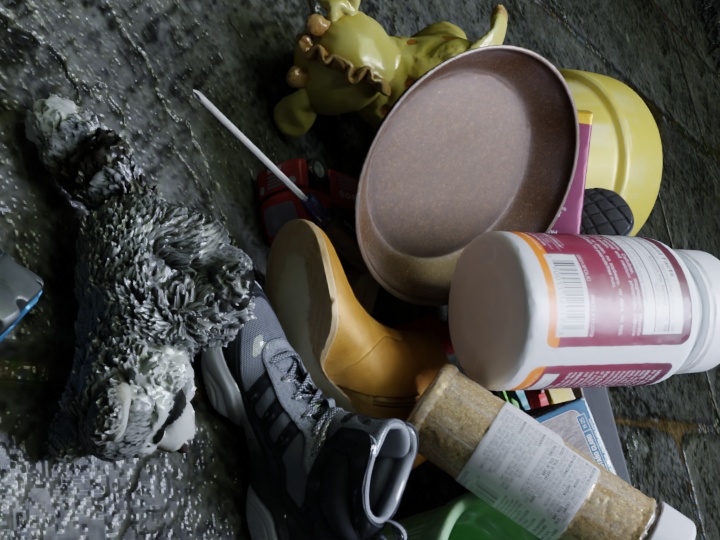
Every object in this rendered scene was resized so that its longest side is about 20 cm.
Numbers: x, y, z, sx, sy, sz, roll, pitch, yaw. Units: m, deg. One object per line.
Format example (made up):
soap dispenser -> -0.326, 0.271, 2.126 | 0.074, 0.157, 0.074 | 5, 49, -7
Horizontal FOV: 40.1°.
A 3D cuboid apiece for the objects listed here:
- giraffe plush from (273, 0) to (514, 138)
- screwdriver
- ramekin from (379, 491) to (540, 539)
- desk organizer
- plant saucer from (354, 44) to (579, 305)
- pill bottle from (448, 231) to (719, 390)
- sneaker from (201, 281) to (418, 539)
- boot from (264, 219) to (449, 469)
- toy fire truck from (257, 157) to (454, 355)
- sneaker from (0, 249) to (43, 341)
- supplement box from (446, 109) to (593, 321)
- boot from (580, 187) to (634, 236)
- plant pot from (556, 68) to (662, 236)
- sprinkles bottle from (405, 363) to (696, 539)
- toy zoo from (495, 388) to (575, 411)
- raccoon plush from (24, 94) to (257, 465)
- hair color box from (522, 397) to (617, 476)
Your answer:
giraffe plush -> 0.013, -0.155, 0.816 | 0.161, 0.200, 0.174 | 13, 83, -19
screwdriver -> -0.046, -0.062, 0.680 | 0.029, 0.028, 0.200 | -53, 128, -16
ramekin -> 0.064, 0.264, 0.693 | 0.200, 0.097, 0.202 | 35, 45, -44
desk organizer -> 0.218, 0.186, 1.003 | 0.071, 0.077, 0.202 | 9, 66, -56
plant saucer -> 0.073, -0.071, 0.726 | 0.200, 0.201, 0.037 | 37, 2, -43
pill bottle -> 0.176, 0.030, 0.739 | 0.198, 0.114, 0.115 | 2, 68, -25
sneaker -> -0.028, 0.090, 0.629 | 0.075, 0.113, 0.202 | -4, 76, -58
boot -> 0.007, 0.056, 0.732 | 0.143, 0.070, 0.203 | -14, 97, -48
toy fire truck -> 0.000, 0.000, 0.790 | 0.199, 0.048, 0.142 | 15, 63, -52
sneaker -> -0.220, 0.040, 0.412 | 0.082, 0.073, 0.200 | 44, 31, -10
supplement box -> 0.133, -0.036, 0.845 | 0.110, 0.085, 0.202 | -146, -118, -83
boot -> 0.196, -0.005, 0.967 | 0.131, 0.199, 0.070 | 18, 50, -49
plant pot -> 0.173, -0.109, 1.006 | 0.188, 0.200, 0.203 | 0, 73, -42
sprinkles bottle -> 0.124, 0.144, 0.670 | 0.199, 0.069, 0.068 | 33, 31, 11
toy zoo -> 0.169, 0.142, 0.886 | 0.200, 0.020, 0.132 | 156, -86, -81
raccoon plush -> -0.153, 0.014, 0.540 | 0.200, 0.097, 0.134 | 41, 46, 7
hair color box -> 0.147, 0.166, 0.804 | 0.200, 0.060, 0.101 | 114, -46, -78
